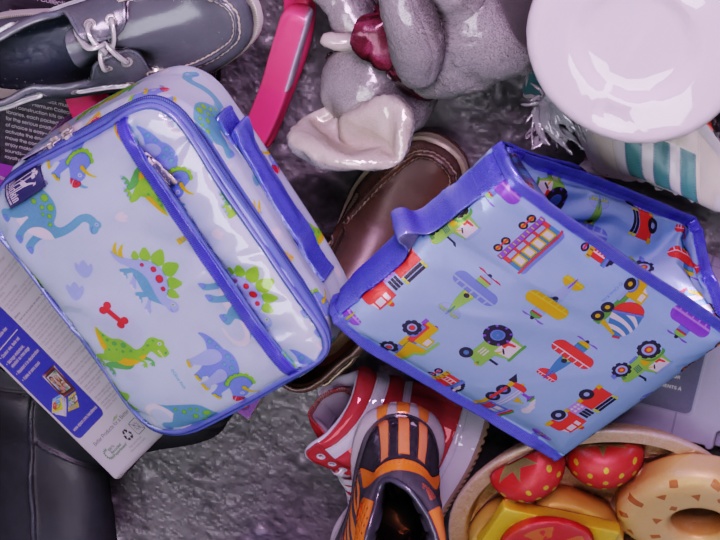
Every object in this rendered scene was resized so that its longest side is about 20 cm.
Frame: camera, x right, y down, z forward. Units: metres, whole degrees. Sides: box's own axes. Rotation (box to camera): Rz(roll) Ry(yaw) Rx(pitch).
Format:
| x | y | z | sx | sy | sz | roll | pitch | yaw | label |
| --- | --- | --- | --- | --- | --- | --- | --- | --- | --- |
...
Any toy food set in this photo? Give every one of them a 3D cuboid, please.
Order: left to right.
| x | y | z | sx | sy | sz | roll | pitch | yaw | label |
| --- | --- | --- | --- | --- | --- | --- | --- | --- | --- |
| 0.156 | 0.172 | 1.348 | 0.200 | 0.049 | 0.198 | 12 | 135 | -15 | toy food set |

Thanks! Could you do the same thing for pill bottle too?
| x | y | z | sx | sy | sz | roll | pitch | yaw | label |
| --- | --- | --- | --- | --- | --- | --- | --- | --- | --- |
| 0.162 | -0.158 | 1.109 | 0.114 | 0.200 | 0.114 | 7 | 120 | 13 | pill bottle |

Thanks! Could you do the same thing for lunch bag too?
| x | y | z | sx | sy | sz | roll | pitch | yaw | label |
| --- | --- | --- | --- | --- | --- | --- | --- | --- | --- |
| -0.108 | -0.012 | 1.225 | 0.161 | 0.082 | 0.200 | -25 | 107 | 26 | lunch bag |
| 0.091 | 0.012 | 1.196 | 0.200 | 0.094 | 0.151 | 24 | 129 | -37 | lunch bag |

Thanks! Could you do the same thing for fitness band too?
| x | y | z | sx | sy | sz | roll | pitch | yaw | label |
| --- | --- | --- | --- | --- | --- | --- | --- | --- | --- |
| -0.105 | -0.142 | 1.258 | 0.144 | 0.037 | 0.200 | 24 | 120 | 5 | fitness band |

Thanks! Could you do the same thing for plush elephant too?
| x | y | z | sx | sy | sz | roll | pitch | yaw | label |
| --- | --- | --- | --- | --- | --- | --- | --- | --- | --- |
| 0.029 | -0.141 | 1.180 | 0.155 | 0.165 | 0.200 | -18 | 105 | 32 | plush elephant |

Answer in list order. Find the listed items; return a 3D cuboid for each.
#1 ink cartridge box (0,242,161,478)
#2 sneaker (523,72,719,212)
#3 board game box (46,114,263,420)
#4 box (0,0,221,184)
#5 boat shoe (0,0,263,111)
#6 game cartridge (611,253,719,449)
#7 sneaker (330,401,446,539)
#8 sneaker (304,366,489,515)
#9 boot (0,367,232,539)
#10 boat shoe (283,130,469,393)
| x | y | z | sx | sy | sz | roll | pitch | yaw | label |
| --- | --- | --- | --- | --- | --- | --- | --- | --- | --- |
| -0.200 | 0.039 | 1.334 | 0.200 | 0.037 | 0.095 | 43 | 132 | -3 | ink cartridge box |
| 0.185 | -0.078 | 1.234 | 0.200 | 0.070 | 0.093 | 38 | 137 | -7 | sneaker |
| -0.127 | 0.000 | 1.312 | 0.200 | 0.032 | 0.120 | 34 | 129 | 1 | board game box |
| -0.161 | -0.121 | 1.324 | 0.143 | 0.036 | 0.200 | 13 | 122 | 8 | box |
| -0.154 | -0.130 | 1.223 | 0.200 | 0.062 | 0.073 | -7 | 114 | 21 | boat shoe |
| 0.155 | 0.034 | 1.316 | 0.200 | 0.042 | 0.133 | 14 | 117 | 9 | game cartridge |
| 0.016 | 0.190 | 1.305 | 0.078 | 0.112 | 0.200 | 0 | 126 | 2 | sneaker |
| 0.002 | 0.143 | 1.385 | 0.112 | 0.071 | 0.200 | 19 | 126 | -7 | sneaker |
| -0.177 | 0.139 | 1.446 | 0.200 | 0.076 | 0.168 | 8 | 117 | 18 | boot |
| 0.005 | 0.003 | 1.318 | 0.075 | 0.075 | 0.202 | 30 | 122 | -1 | boat shoe |
